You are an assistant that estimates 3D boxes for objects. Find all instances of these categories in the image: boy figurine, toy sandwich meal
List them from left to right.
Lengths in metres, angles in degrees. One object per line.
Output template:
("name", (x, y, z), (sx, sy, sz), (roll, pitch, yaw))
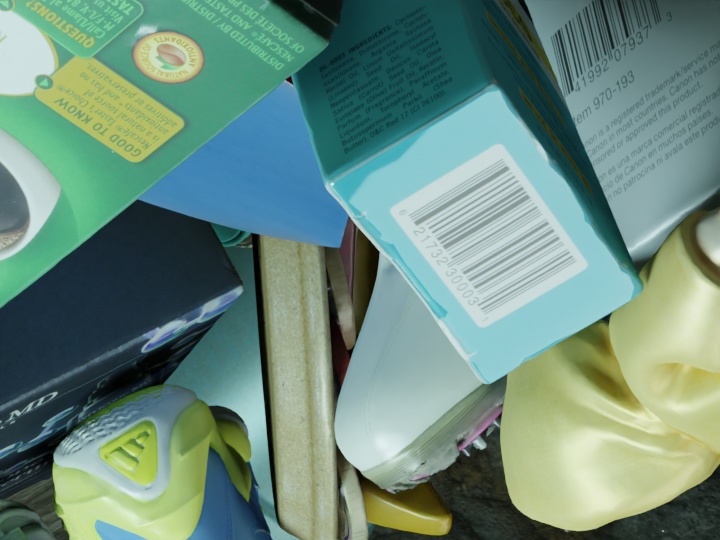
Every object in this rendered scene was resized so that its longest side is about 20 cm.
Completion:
("toy sandwich meal", (0.000, 0.000, 1.030), (0.070, 0.207, 0.205), (-4, 170, -3))
("boy figurine", (0.117, 0.011, 0.767), (0.124, 0.065, 0.200), (17, 145, -38))

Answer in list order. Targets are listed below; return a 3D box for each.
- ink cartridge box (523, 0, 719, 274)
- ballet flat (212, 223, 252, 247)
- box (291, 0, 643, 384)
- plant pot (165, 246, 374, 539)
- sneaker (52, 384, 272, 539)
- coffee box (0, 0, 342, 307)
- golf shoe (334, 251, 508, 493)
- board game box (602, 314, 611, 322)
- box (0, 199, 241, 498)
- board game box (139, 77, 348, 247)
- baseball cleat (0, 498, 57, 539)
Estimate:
("ink cartridge box", (0.113, -0.110, 0.825), (0.083, 0.201, 0.145), (8, 149, -36))
("ballet flat", (-0.039, -0.059, 1.187), (0.067, 0.068, 0.200), (-36, 176, -13))
("box", (0.013, -0.067, 0.789), (0.049, 0.201, 0.082), (-30, 129, 11))
("plant pot", (-0.019, 0.029, 1.418), (0.196, 0.201, 0.200), (-40, 170, 20))
("sneaker", (-0.061, 0.104, 1.061), (0.075, 0.105, 0.200), (-27, 171, 1))
("coffee box", (-0.113, -0.050, 0.749), (0.200, 0.123, 0.044), (-37, -149, 36))
("golf shoe", (0.030, -0.029, 0.885), (0.073, 0.092, 0.201), (-31, -151, 57))
("board game box", (0.062, -0.077, 0.973), (0.135, 0.201, 0.035), (-26, -156, -34))
("box", (-0.150, 0.021, 1.050), (0.148, 0.107, 0.200), (-26, 171, -24))
("board game box", (-0.069, -0.066, 0.863), (0.200, 0.157, 0.039), (106, 5, -76))
("baseball cleat", (-0.155, 0.141, 1.089), (0.106, 0.070, 0.200), (-26, 173, -24))
